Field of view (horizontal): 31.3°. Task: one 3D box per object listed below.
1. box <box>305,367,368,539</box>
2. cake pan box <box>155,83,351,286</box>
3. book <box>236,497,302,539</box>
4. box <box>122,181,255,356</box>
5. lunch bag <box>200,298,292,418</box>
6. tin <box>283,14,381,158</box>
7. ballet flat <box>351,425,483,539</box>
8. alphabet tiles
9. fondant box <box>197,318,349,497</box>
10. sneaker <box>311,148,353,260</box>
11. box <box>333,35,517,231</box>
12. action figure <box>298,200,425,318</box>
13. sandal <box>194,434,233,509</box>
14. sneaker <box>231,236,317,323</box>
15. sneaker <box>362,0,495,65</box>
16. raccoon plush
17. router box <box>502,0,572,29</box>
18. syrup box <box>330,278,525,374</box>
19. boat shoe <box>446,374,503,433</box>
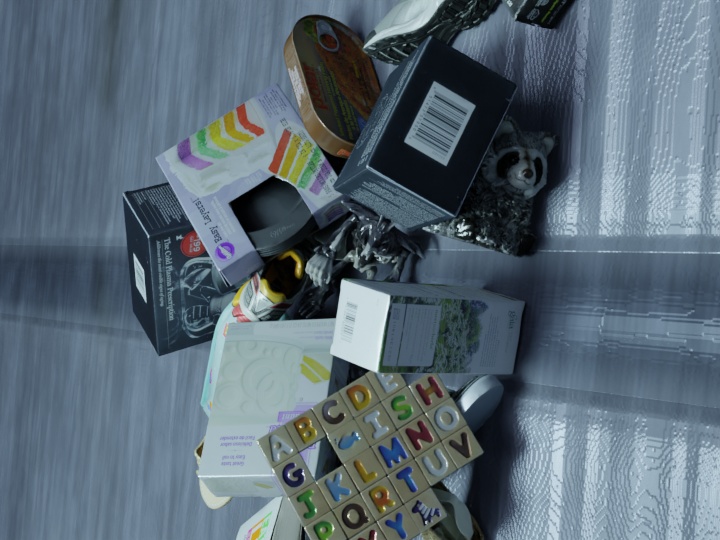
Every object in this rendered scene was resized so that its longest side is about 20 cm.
[{"bbox_3d":[-0.016,0.239,1.500,0.158,0.049,0.203,-99,24,-67],"label":"box"},{"bbox_3d":[-0.128,-0.103,1.561,0.183,0.052,0.201,-31,63,-1],"label":"cake pan box"},{"bbox_3d":[-0.126,0.370,1.645,0.200,0.047,0.135,131,154,-57],"label":"book"},{"bbox_3d":[-0.205,-0.016,1.687,0.104,0.180,0.202,50,148,43],"label":"box"},{"bbox_3d":[-0.116,0.137,1.650,0.171,0.120,0.202,48,130,45],"label":"lunch bag"},{"bbox_3d":[-0.032,-0.225,1.576,0.042,0.111,0.203,-43,52,42],"label":"tin"},{"bbox_3d":[0.068,0.230,1.358,0.065,0.201,0.071,-15,34,43],"label":"ballet flat"},{"bbox_3d":[0.019,0.195,1.314,0.169,0.198,0.008,58,172,12],"label":"alphabet tiles"},{"bbox_3d":[-0.095,0.156,1.476,0.142,0.058,0.203,-3,57,17],"label":"fondant box"},{"bbox_3d":[-0.031,-0.118,1.605,0.103,0.060,0.202,17,68,17],"label":"sneaker"},{"bbox_3d":[0.063,-0.136,1.343,0.150,0.106,0.200,-63,9,-6],"label":"box"},{"bbox_3d":[0.000,0.000,1.495,0.103,0.118,0.201,-63,2,-41],"label":"action figure"},{"bbox_3d":[-0.171,0.213,1.574,0.078,0.069,0.213,51,123,28],"label":"sandal"},{"bbox_3d":[-0.082,-0.005,1.593,0.082,0.077,0.201,-45,12,44],"label":"sneaker"},{"bbox_3d":[0.078,-0.299,1.476,0.199,0.073,0.081,-28,55,43],"label":"sneaker"},{"bbox_3d":[0.124,-0.097,1.371,0.199,0.096,0.136,19,94,54],"label":"raccoon plush"},{"bbox_3d":[0.179,-0.376,1.339,0.150,0.061,0.202,-53,47,36],"label":"router box"},{"bbox_3d":[0.072,0.059,1.326,0.081,0.198,0.080,17,100,48],"label":"syrup box"},{"bbox_3d":[0.085,0.164,1.407,0.068,0.073,0.200,56,140,22],"label":"boat shoe"}]
